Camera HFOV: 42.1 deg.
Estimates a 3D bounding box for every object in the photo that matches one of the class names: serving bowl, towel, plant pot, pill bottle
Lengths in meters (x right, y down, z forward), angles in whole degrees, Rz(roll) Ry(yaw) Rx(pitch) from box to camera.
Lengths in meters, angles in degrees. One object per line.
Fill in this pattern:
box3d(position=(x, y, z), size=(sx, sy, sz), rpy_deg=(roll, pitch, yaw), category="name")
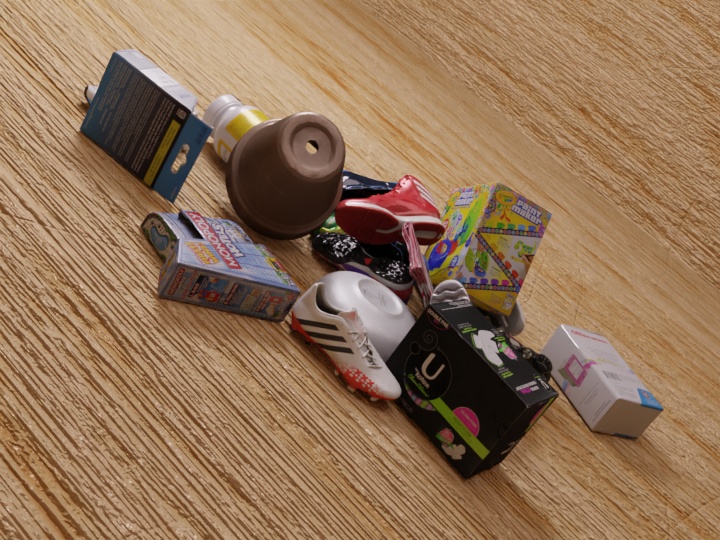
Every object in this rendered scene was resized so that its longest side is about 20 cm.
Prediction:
box3d(position=(0.014, 0.065, 1.450), size=(0.198, 0.066, 0.201), rpy_deg=(28, 24, -13), category="serving bowl")
box3d(position=(0.110, 0.038, 1.536), size=(0.145, 0.022, 0.203), rpy_deg=(-96, 167, -58), category="towel")
box3d(position=(-0.104, -0.168, 1.491), size=(0.196, 0.174, 0.205), rpy_deg=(5, 75, -19), category="plant pot")
box3d(position=(-0.192, -0.221, 1.662), size=(0.200, 0.112, 0.111), rpy_deg=(45, 25, 21), category="pill bottle")

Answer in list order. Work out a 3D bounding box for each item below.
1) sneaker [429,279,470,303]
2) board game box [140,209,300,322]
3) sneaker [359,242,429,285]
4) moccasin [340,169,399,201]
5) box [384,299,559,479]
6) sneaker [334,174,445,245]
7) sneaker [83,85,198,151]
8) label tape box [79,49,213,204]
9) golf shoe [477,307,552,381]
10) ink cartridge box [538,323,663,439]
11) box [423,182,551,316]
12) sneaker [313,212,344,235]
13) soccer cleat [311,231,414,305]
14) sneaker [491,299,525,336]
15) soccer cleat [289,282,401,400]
box3d(position=(0.152, 0.116, 1.461), size=(0.082, 0.073, 0.204), rpy_deg=(-7, 87, -77), category="sneaker")
box3d(position=(-0.214, -0.017, 1.304), size=(0.198, 0.062, 0.200), rpy_deg=(5, 37, -51), category="board game box")
box3d(position=(0.038, -0.040, 1.690), size=(0.077, 0.071, 0.200), rpy_deg=(1, 33, -48), category="sneaker")
box3d(position=(0.034, -0.118, 1.677), size=(0.196, 0.082, 0.069), rpy_deg=(9, 29, -25), category="moccasin")
box3d(position=(0.151, 0.164, 1.333), size=(0.200, 0.150, 0.123), rpy_deg=(46, 25, 24), category="box")
box3d(position=(0.043, -0.109, 1.597), size=(0.196, 0.079, 0.117), rpy_deg=(12, 45, -23), category="sneaker")
box3d(position=(-0.365, -0.281, 1.578), size=(0.197, 0.087, 0.075), rpy_deg=(19, 28, -30), category="sneaker")
box3d(position=(-0.321, -0.223, 1.449), size=(0.199, 0.144, 0.066), rpy_deg=(37, 23, 7), category="label tape box")
box3d(position=(0.242, 0.140, 1.633), size=(0.199, 0.078, 0.088), rpy_deg=(37, -4, 13), category="golf shoe")
box3d(position=(0.442, 0.205, 1.737), size=(0.143, 0.085, 0.201), rpy_deg=(17, 30, -37), category="ink cartridge box")
box3d(position=(0.212, -0.037, 1.659), size=(0.120, 0.196, 0.200), rpy_deg=(27, -7, -16), category="box")
box3d(position=(-0.072, -0.126, 1.691), size=(0.083, 0.074, 0.201), rpy_deg=(27, 24, -26), category="sneaker")
box3d(position=(0.000, 0.000, 1.576), size=(0.197, 0.074, 0.068), rpy_deg=(25, 44, 21), category="soccer cleat")
box3d(position=(0.264, 0.073, 1.735), size=(0.080, 0.071, 0.200), rpy_deg=(34, 6, -24), category="sneaker")
box3d(position=(-0.014, 0.101, 1.315), size=(0.199, 0.086, 0.068), rpy_deg=(41, 24, 15), category="soccer cleat")
